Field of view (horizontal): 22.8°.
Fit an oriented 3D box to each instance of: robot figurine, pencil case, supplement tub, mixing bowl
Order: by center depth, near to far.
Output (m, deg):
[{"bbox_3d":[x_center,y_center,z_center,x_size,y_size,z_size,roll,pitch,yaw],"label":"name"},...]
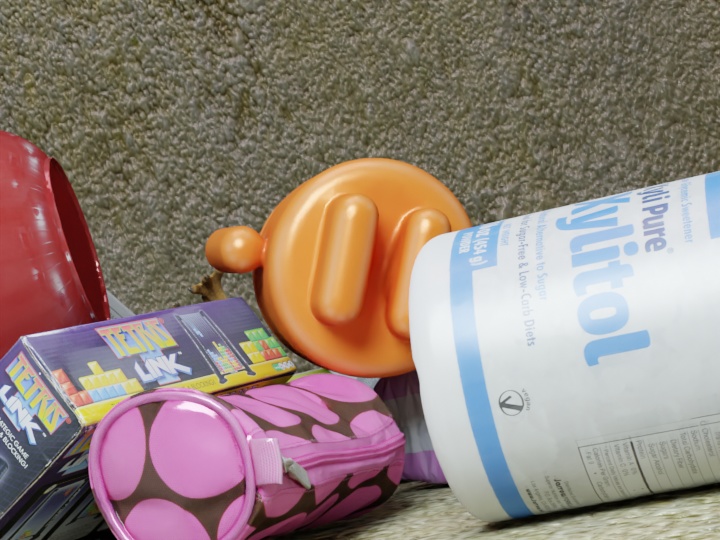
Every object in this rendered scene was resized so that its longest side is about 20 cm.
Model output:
[{"bbox_3d":[0.131,0.030,0.776,0.198,0.134,0.132,-13,-2,15],"label":"supplement tub"},{"bbox_3d":[-0.043,0.091,0.846,0.093,0.092,0.200,-21,-6,19],"label":"pencil case"},{"bbox_3d":[-0.197,0.002,0.935,0.107,0.202,0.200,-19,-1,0],"label":"mixing bowl"},{"bbox_3d":[0.002,0.001,0.977,0.143,0.118,0.200,-28,3,-8],"label":"robot figurine"}]

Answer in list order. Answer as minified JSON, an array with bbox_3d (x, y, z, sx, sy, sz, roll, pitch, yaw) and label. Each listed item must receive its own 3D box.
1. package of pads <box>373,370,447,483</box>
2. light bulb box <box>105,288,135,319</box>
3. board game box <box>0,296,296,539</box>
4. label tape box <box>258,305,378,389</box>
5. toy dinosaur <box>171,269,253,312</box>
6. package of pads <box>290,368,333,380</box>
[{"bbox_3d":[0.119,0.067,1.021,0.198,0.077,0.120,-11,1,-37],"label":"package of pads"},{"bbox_3d":[-0.236,0.069,1.170,0.125,0.198,0.199,-55,19,-23],"label":"light bulb box"},{"bbox_3d":[-0.144,0.094,0.901,0.165,0.057,0.200,-46,-16,21],"label":"board game box"},{"bbox_3d":[0.042,0.048,1.348,0.143,0.200,0.066,-32,-19,-53],"label":"label tape box"},{"bbox_3d":[-0.080,0.061,1.120,0.060,0.107,0.200,-35,-7,-4],"label":"toy dinosaur"},{"bbox_3d":[-0.009,0.107,1.421,0.154,0.069,0.199,-13,-1,44],"label":"package of pads"}]
